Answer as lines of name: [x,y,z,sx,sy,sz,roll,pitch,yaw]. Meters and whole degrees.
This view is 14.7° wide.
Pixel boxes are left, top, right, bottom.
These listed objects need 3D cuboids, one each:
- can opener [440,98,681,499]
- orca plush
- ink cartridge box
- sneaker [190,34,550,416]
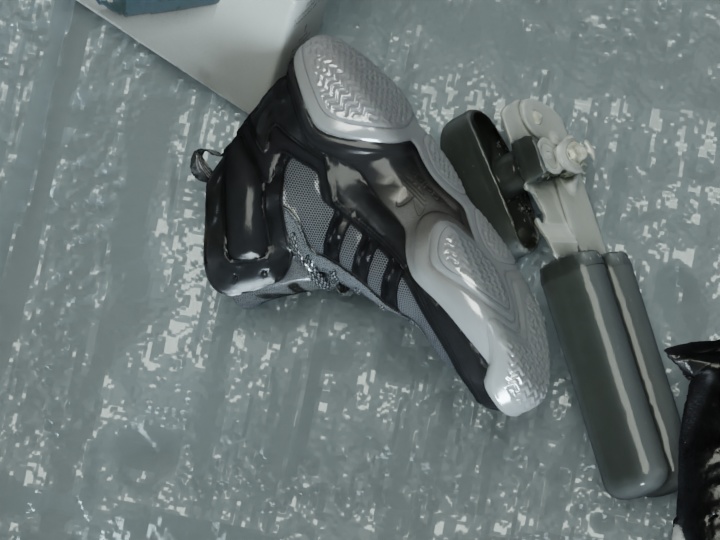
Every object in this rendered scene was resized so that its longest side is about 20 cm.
can opener: [0.099,0.013,1.297,0.066,0.053,0.201,-30,73,32]
orca plush: [0.189,0.124,1.231,0.105,0.071,0.201,13,72,-28]
ink cartridge box: [-0.099,-0.186,1.283,0.200,0.176,0.045,33,54,10]
sneaker: [0.000,0.000,1.276,0.114,0.075,0.200,-37,73,19]
